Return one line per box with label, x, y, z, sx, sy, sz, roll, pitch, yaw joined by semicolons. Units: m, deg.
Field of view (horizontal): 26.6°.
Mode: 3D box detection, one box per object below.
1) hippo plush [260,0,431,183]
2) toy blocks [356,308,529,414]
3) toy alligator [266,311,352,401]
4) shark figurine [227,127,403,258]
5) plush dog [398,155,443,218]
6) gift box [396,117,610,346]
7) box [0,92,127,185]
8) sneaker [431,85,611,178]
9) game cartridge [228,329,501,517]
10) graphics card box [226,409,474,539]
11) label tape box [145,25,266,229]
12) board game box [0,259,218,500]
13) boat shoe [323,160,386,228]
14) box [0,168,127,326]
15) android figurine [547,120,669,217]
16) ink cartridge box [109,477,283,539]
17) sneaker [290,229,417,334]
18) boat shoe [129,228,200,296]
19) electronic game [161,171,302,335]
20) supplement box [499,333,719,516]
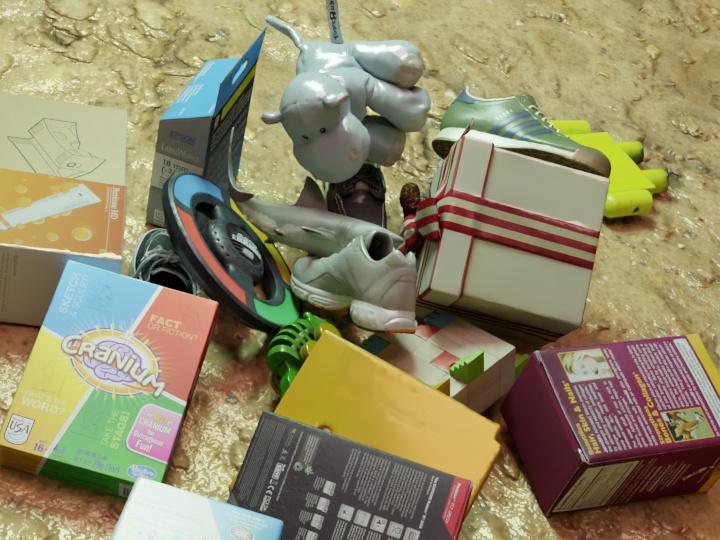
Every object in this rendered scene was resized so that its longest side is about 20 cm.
hippo plush;-0.014;-0.184;1.631;0.157;0.202;0.161;-16;18;18
toy blocks;0.055;0.104;1.505;0.136;0.101;0.199;27;45;35
toy alligator;-0.052;0.068;1.512;0.054;0.059;0.200;46;30;-5
shark figurine;-0.071;-0.069;1.592;0.213;0.128;0.091;23;62;-27
plush dog;0.140;-0.081;1.737;0.199;0.161;0.172;31;65;21
gift box;0.140;-0.040;1.592;0.184;0.185;0.203;13;73;-6
box;-0.340;-0.127;1.695;0.161;0.021;0.201;7;38;-12
sneaker;0.182;-0.152;1.649;0.198;0.067;0.091;12;64;18
game cartridge;0.008;0.174;1.371;0.198;0.033;0.177;29;71;12
graphics card box;-0.014;0.213;1.310;0.198;0.051;0.127;17;69;7
label tape box;-0.168;-0.159;1.651;0.063;0.202;0.145;19;37;6
board game box;-0.227;0.100;1.384;0.151;0.040;0.202;15;56;-1
boat shoe;-0.006;-0.100;1.748;0.071;0.067;0.202;6;38;-14
box;-0.336;-0.023;1.502;0.197;0.098;0.125;7;38;-12
android figurine;0.288;-0.127;1.917;0.198;0.041;0.183;-4;42;-27
ink cartridge box;-0.149;0.285;1.160;0.127;0.126;0.201;17;36;0
sneaker;0.000;0.000;1.531;0.075;0.093;0.199;6;9;-36
boat shoe;-0.195;0.012;1.534;0.073;0.069;0.201;8;38;-11
electronic game;-0.129;-0.018;1.547;0.200;0.041;0.201;47;18;-20
supplement box;0.258;0.149;1.488;0.198;0.104;0.132;-3;53;-25
